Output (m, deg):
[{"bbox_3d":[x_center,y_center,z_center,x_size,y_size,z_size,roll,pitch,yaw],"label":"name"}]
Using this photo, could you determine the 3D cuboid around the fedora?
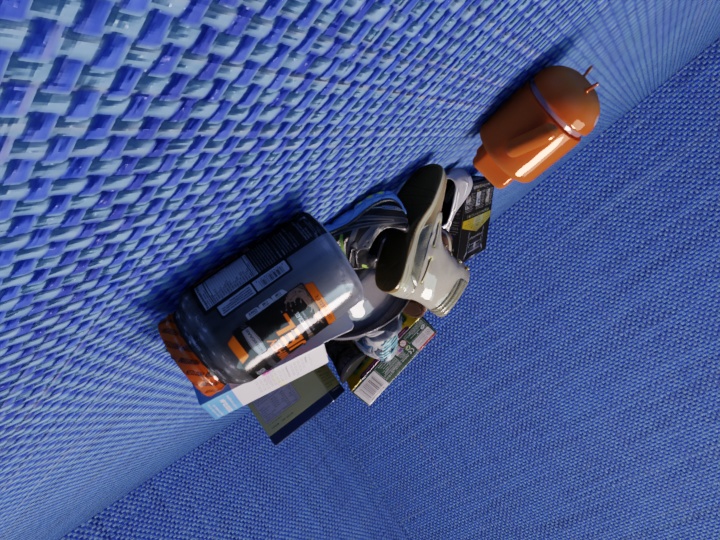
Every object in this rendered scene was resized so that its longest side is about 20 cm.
[{"bbox_3d":[-0.015,0.008,0.814,0.200,0.177,0.091,-37,143,-22],"label":"fedora"}]

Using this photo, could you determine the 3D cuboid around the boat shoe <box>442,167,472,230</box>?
[{"bbox_3d":[0.132,-0.094,0.969,0.065,0.073,0.201,-29,145,-50],"label":"boat shoe"}]

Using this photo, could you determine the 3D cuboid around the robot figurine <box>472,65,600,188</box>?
[{"bbox_3d":[0.255,-0.207,0.769,0.143,0.117,0.200,0,146,-45],"label":"robot figurine"}]

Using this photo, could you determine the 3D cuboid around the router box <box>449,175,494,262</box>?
[{"bbox_3d":[0.213,-0.105,1.081,0.200,0.052,0.159,-23,122,-58],"label":"router box"}]

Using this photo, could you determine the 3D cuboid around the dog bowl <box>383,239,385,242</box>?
[{"bbox_3d":[0.000,0.000,1.004,0.200,0.074,0.200,-37,171,-6],"label":"dog bowl"}]

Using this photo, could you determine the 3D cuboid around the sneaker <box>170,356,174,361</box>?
[{"bbox_3d":[-0.211,0.136,0.808,0.078,0.091,0.200,-35,171,3],"label":"sneaker"}]

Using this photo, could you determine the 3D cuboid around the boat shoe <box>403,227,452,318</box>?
[{"bbox_3d":[0.120,-0.007,0.973,0.075,0.074,0.203,-51,165,-46],"label":"boat shoe"}]

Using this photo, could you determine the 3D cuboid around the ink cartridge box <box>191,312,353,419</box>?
[{"bbox_3d":[-0.117,0.084,0.671,0.199,0.116,0.068,-25,152,-12],"label":"ink cartridge box"}]

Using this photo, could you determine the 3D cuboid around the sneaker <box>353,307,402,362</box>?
[{"bbox_3d":[0.039,0.109,0.894,0.077,0.087,0.200,-36,-179,-15],"label":"sneaker"}]

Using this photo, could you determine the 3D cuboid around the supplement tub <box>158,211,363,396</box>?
[{"bbox_3d":[-0.107,0.037,0.580,0.199,0.123,0.123,-36,172,-9],"label":"supplement tub"}]

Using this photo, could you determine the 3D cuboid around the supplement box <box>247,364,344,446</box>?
[{"bbox_3d":[-0.148,0.199,1.034,0.134,0.200,0.200,-36,172,-2],"label":"supplement box"}]

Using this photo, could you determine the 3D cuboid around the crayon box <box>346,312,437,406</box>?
[{"bbox_3d":[0.047,0.154,1.106,0.200,0.058,0.173,-48,-161,3],"label":"crayon box"}]

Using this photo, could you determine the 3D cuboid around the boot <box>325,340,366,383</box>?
[{"bbox_3d":[-0.076,0.126,1.015,0.069,0.174,0.200,-50,-179,-2],"label":"boot"}]

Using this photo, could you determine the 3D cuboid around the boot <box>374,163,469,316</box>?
[{"bbox_3d":[0.111,-0.041,0.802,0.154,0.072,0.201,26,80,-42],"label":"boot"}]

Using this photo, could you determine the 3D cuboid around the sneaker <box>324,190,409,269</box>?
[{"bbox_3d":[-0.019,-0.027,0.732,0.199,0.083,0.071,-36,172,5],"label":"sneaker"}]
